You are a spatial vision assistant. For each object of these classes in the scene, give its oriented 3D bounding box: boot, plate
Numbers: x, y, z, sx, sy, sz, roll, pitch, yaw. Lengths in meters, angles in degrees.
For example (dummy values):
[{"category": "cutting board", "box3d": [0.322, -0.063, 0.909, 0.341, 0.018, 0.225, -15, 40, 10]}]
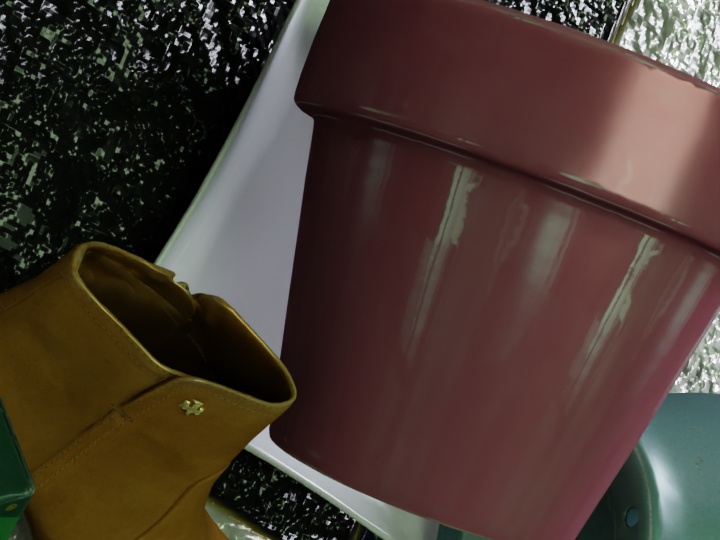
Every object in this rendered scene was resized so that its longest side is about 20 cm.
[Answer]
[{"category": "boot", "box3d": [-0.071, 0.077, 0.648, 0.201, 0.144, 0.071, 40, 40, -28]}, {"category": "plate", "box3d": [0.000, 0.000, 0.768, 0.200, 0.032, 0.200, 36, 72, -32]}]

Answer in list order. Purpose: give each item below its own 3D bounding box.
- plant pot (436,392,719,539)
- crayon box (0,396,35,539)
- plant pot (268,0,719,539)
[{"category": "plant pot", "box3d": [0.143, 0.142, 0.781, 0.188, 0.200, 0.200, 20, 82, -34]}, {"category": "crayon box", "box3d": [-0.221, 0.101, 0.558, 0.200, 0.127, 0.051, -7, 57, -35]}, {"category": "plant pot", "box3d": [0.054, 0.004, 0.674, 0.200, 0.200, 0.179, 19, 91, -36]}]
